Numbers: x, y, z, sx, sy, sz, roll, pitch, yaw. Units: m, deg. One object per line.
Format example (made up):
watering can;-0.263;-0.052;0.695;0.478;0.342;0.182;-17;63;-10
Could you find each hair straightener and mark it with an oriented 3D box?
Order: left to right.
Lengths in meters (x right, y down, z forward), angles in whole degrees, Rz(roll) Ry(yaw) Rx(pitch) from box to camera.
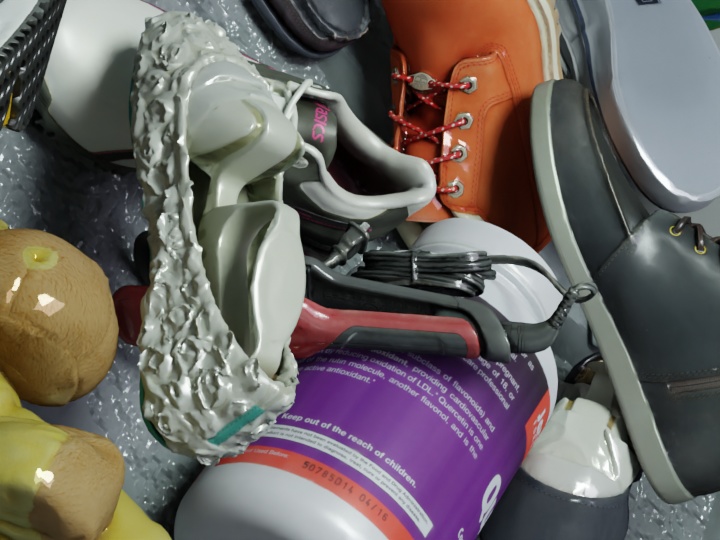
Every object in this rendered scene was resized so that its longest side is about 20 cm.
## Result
hair straightener;0.000;0.000;1.051;0.077;0.199;0.041;-77;162;-45

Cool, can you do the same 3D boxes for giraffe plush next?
giraffe plush;-0.152;0.047;0.928;0.200;0.173;0.162;18;50;-3

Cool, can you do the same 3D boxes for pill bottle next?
pill bottle;0.013;0.070;1.088;0.113;0.112;0.200;54;50;-22

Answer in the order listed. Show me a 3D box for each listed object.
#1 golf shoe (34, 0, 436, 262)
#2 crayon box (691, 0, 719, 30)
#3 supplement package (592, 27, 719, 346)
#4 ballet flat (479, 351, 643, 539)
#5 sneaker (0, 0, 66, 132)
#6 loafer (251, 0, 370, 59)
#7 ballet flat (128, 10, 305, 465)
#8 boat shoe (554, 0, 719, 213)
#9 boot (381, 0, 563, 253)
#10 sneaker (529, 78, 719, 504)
golf shoe;-0.056;-0.070;1.072;0.200;0.088;0.077;28;64;-36
crayon box;0.202;-0.194;1.273;0.058;0.200;0.119;28;62;-34
supplement package;0.237;-0.038;1.270;0.150;0.200;0.152;13;72;-43
ballet flat;0.101;0.083;1.165;0.073;0.073;0.200;68;22;-9
sneaker;-0.164;-0.084;0.921;0.090;0.070;0.200;20;22;-2
loafer;-0.032;-0.196;1.140;0.072;0.063;0.200;-20;95;-46
ballet flat;-0.047;-0.021;0.966;0.072;0.072;0.200;23;51;-39
boat shoe;0.128;-0.108;1.241;0.073;0.065;0.200;0;60;-25
boot;0.043;-0.078;1.165;0.107;0.075;0.200;-49;128;-31
sneaker;0.152;-0.005;1.137;0.200;0.106;0.075;69;16;1
